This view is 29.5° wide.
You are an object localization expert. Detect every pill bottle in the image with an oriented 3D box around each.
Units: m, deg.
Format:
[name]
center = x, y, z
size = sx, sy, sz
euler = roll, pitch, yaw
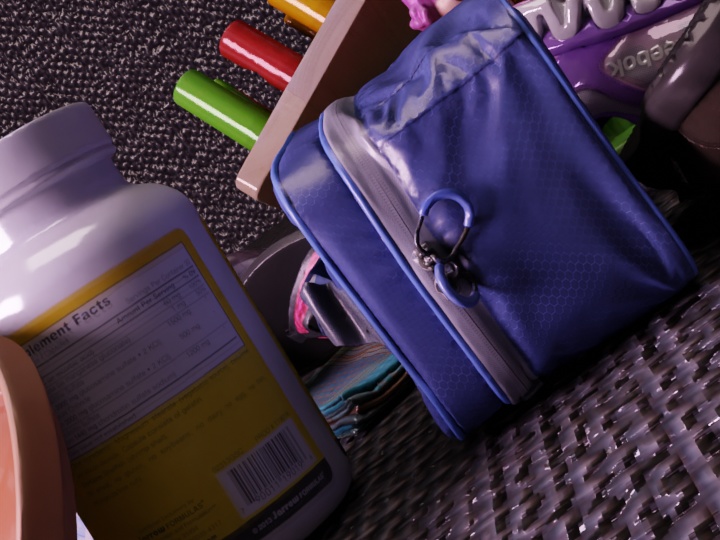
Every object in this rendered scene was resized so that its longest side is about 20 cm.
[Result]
[pill bottle]
center = -0.097, 0.036, 0.584
size = 0.111, 0.202, 0.112
euler = -32, 3, 2

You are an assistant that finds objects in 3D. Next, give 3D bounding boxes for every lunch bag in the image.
[lunch bag]
center = 0.039, -0.021, 0.562
size = 0.132, 0.136, 0.200
euler = -36, 8, 8

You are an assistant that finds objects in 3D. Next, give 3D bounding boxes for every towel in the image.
[towel]
center = 0.026, 0.031, 0.772
size = 0.200, 0.022, 0.146
euler = -41, 8, -30

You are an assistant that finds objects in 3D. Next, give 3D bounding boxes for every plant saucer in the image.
[plant saucer]
center = -0.151, 0.125, 0.515
size = 0.032, 0.203, 0.200
euler = 12, -25, -32

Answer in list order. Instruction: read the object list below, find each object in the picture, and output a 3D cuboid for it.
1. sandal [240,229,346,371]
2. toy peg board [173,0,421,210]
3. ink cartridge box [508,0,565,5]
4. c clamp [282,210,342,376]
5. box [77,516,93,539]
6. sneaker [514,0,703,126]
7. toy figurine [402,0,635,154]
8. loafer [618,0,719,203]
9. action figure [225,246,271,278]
[sandal]
center = 0.000, 0.000, 0.746
size = 0.199, 0.075, 0.045
euler = -39, 35, 26
[toy peg board]
center = -0.026, -0.145, 0.926
size = 0.201, 0.097, 0.200
euler = -60, -16, 4
[ink cartridge box]
center = 0.157, -0.226, 1.154
size = 0.198, 0.045, 0.176
euler = 3, -32, -33
[c clamp]
center = -0.074, 0.032, 0.922
size = 0.199, 0.027, 0.170
euler = -30, 39, -29
[box]
center = -0.193, 0.070, 0.769
size = 0.101, 0.199, 0.113
euler = -43, -23, -43
[sneaker]
center = 0.172, -0.108, 0.686
size = 0.197, 0.090, 0.080
euler = -11, -1, 24
[toy figurine]
center = 0.085, -0.136, 0.804
size = 0.199, 0.185, 0.150
euler = -33, 3, -24
[loafer]
center = 0.149, -0.054, 0.543
size = 0.073, 0.071, 0.200
euler = -56, -10, 6
[action figure]
center = -0.055, 0.000, 0.861
size = 0.197, 0.071, 0.130
euler = -4, 6, 7
